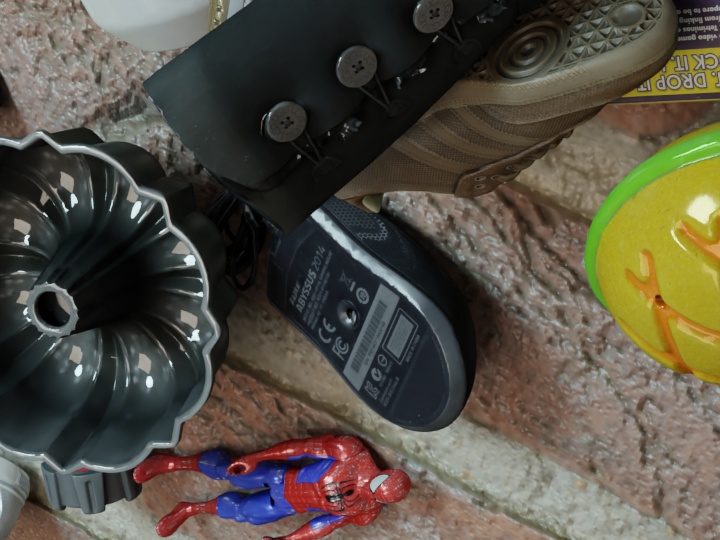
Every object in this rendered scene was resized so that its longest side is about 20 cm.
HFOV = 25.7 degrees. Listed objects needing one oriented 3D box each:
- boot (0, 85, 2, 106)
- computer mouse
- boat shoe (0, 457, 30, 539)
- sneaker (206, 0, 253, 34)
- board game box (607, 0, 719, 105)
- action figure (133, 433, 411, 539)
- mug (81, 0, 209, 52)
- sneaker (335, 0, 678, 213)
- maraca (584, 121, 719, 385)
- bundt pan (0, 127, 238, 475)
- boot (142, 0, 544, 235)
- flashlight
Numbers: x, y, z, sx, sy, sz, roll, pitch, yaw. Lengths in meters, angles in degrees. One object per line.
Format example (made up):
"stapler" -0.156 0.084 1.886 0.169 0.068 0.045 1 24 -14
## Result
"boot" -0.287 -0.074 1.001 0.150 0.073 0.201 -19 96 39
"computer mouse" 0.000 0.000 0.860 0.200 0.053 0.139 47 133 21
"boat shoe" -0.335 0.157 1.111 0.199 0.069 0.072 13 148 2
"sneaker" -0.006 -0.139 0.690 0.112 0.071 0.201 8 110 -12
"board game box" 0.171 -0.158 0.656 0.199 0.057 0.166 2 116 34
"action figure" -0.052 0.136 0.964 0.199 0.052 0.066 -10 103 35
"mug" -0.100 -0.202 0.788 0.149 0.187 0.154 -19 114 6
"sneaker" 0.060 -0.076 0.711 0.199 0.071 0.076 -10 138 35
"maraca" 0.185 -0.017 0.679 0.137 0.107 0.200 31 139 -21
"bundt pan" -0.157 0.009 0.895 0.201 0.076 0.203 7 112 18
"boot" -0.006 -0.126 0.623 0.200 0.066 0.165 -35 124 11
"flashlight" -0.182 0.052 1.000 0.067 0.068 0.201 -7 109 1
